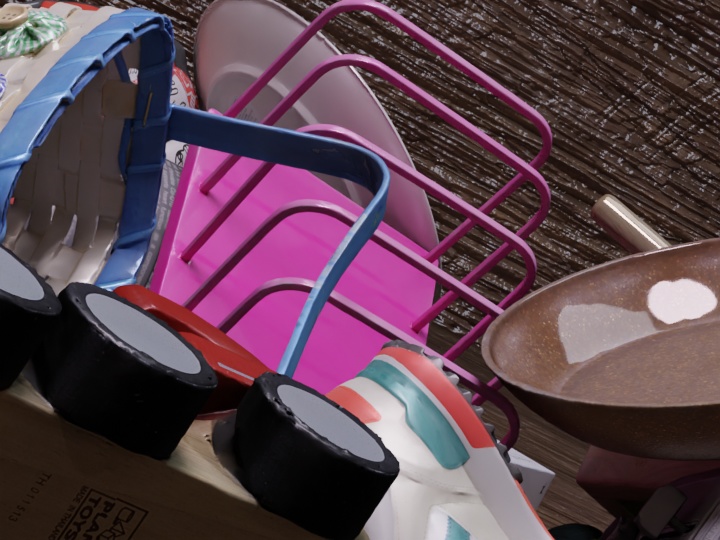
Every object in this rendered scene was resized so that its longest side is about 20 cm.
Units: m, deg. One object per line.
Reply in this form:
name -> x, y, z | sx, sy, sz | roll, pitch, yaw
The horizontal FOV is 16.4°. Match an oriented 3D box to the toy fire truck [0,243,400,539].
toy fire truck -> -0.113, 0.035, 0.696 | 0.176, 0.129, 0.200 | 27, 13, -35

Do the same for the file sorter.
file sorter -> 0.000, 0.000, 1.084 | 0.139, 0.125, 0.201 | 33, 40, -19

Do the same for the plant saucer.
plant saucer -> 0.148, 0.031, 0.976 | 0.199, 0.037, 0.200 | -9, 16, 2

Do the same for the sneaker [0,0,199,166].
sneaker -> -0.133, -0.067, 1.234 | 0.067, 0.109, 0.201 | -19, -10, 22

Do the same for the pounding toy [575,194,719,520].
pounding toy -> 0.199, 0.070, 1.115 | 0.184, 0.143, 0.199 | 41, -25, -29

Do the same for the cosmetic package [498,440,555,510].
cosmetic package -> 0.013, 0.093, 1.424 | 0.150, 0.052, 0.200 | 27, 2, 23

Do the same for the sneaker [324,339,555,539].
sneaker -> 0.036, 0.128, 0.910 | 0.200, 0.093, 0.070 | 54, -18, 10

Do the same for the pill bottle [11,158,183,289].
pill bottle -> -0.110, 0.002, 1.172 | 0.199, 0.116, 0.116 | 27, 3, -25

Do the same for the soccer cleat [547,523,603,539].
soccer cleat -> 0.088, 0.147, 1.146 | 0.081, 0.068, 0.200 | 11, -4, 17

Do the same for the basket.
basket -> -0.104, -0.014, 0.923 | 0.199, 0.140, 0.177 | 18, 36, 7

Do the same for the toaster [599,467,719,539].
toaster -> 0.180, 0.155, 0.947 | 0.200, 0.114, 0.129 | 39, -15, 3

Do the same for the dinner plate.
dinner plate -> -0.031, -0.047, 1.270 | 0.200, 0.024, 0.201 | 41, -32, 33
